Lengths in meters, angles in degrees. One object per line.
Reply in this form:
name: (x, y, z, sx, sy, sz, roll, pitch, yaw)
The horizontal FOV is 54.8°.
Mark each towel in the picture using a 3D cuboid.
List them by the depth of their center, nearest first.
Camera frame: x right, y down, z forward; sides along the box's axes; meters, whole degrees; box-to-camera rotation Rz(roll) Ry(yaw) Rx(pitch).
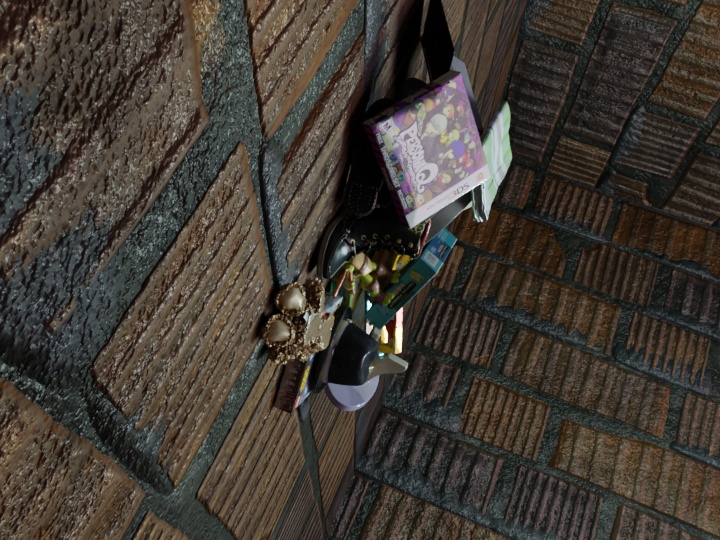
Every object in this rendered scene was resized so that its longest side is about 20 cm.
towel: (0.256, -0.209, 1.332, 0.200, 0.031, 0.150, -60, 151, -35)

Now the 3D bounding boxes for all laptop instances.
laptop: (0.182, -0.390, 1.282, 0.116, 0.199, 0.188, -35, -129, 39)

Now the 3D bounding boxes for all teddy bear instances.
teddy bear: (-0.104, 0.081, 1.094, 0.200, 0.066, 0.146, -3, 104, -72)

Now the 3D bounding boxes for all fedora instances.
fedora: (-0.020, 0.167, 1.344, 0.201, 0.091, 0.202, 21, 90, -81)

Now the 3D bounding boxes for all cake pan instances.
cake pan: (0.162, -0.113, 1.396, 0.200, 0.037, 0.200, -44, -177, 3)

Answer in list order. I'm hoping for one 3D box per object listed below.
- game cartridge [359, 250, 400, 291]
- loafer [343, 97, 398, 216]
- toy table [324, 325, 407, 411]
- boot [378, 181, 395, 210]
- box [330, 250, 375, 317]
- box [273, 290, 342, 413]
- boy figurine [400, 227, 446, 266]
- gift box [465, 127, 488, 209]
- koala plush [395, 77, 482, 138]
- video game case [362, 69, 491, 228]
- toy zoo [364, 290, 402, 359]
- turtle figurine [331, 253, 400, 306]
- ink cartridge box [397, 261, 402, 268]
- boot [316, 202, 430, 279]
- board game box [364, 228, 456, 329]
game cartridge: (0.060, -0.031, 1.488, 0.177, 0.032, 0.200, -64, 172, -2)
loafer: (0.017, -0.194, 1.177, 0.071, 0.073, 0.201, -80, -170, -77)
toy table: (0.002, 0.208, 1.568, 0.201, 0.183, 0.117, -84, -159, -51)
boot: (0.068, -0.156, 1.509, 0.200, 0.072, 0.183, 78, 31, -59)
box: (-0.014, 0.007, 1.425, 0.118, 0.048, 0.200, 96, 19, -52)
box: (-0.095, 0.148, 1.288, 0.137, 0.040, 0.201, -38, 147, -72)
boy figurine: (0.146, -0.057, 1.615, 0.125, 0.064, 0.200, -68, 173, 29)
gift box: (0.200, -0.250, 1.561, 0.186, 0.201, 0.185, -23, 161, -10)
koala plush: (0.141, -0.236, 1.334, 0.184, 0.199, 0.178, 100, 15, -46)
video game case: (0.115, -0.198, 1.150, 0.181, 0.036, 0.201, -32, 123, -14)
toy zoo: (0.052, 0.113, 1.638, 0.020, 0.131, 0.201, -6, 102, -33)
turtle figurine: (0.000, 0.000, 1.318, 0.161, 0.064, 0.201, 41, 45, -32)
ink cartridge box: (0.101, -0.092, 1.713, 0.200, 0.084, 0.147, 45, 66, -78)
boot: (0.024, -0.048, 1.205, 0.074, 0.153, 0.204, 92, 22, -47)
board game box: (0.104, 0.015, 1.438, 0.200, 0.047, 0.151, -49, -179, 37)
